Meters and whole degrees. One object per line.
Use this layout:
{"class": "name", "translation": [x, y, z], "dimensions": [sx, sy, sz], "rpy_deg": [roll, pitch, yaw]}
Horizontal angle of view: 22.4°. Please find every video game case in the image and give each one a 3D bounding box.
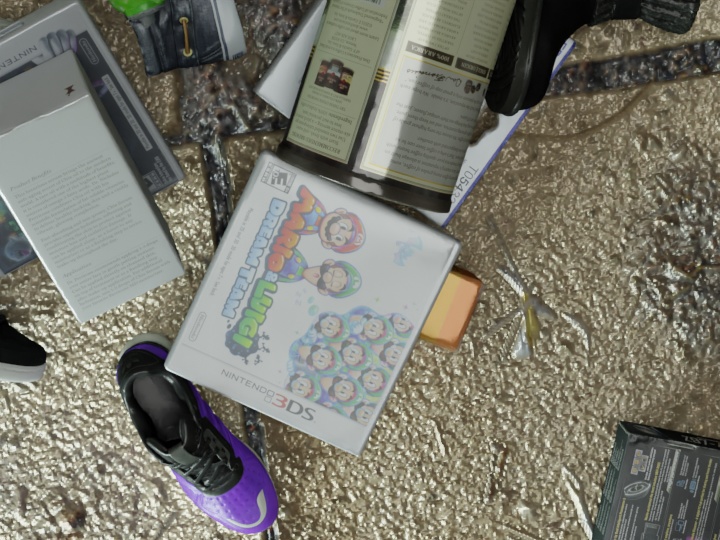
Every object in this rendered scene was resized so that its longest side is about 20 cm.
{"class": "video game case", "translation": [-0.039, 0.028, 1.491], "dimensions": [0.181, 0.024, 0.201], "rpy_deg": [25, 99, -7]}
{"class": "video game case", "translation": [-0.263, -0.105, 1.469], "dimensions": [0.181, 0.023, 0.201], "rpy_deg": [-28, 132, 1]}

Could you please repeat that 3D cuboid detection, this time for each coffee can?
{"class": "coffee can", "translation": [0.032, -0.162, 1.425], "dimensions": [0.145, 0.146, 0.201], "rpy_deg": [18, 97, -7]}

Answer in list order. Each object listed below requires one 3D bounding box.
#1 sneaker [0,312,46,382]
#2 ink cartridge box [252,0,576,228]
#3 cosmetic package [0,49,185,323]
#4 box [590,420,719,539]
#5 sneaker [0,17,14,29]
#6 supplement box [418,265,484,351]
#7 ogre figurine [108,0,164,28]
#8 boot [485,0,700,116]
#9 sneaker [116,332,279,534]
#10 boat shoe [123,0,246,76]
{"class": "sneaker", "translation": [-0.340, 0.010, 1.504], "dimensions": [0.199, 0.073, 0.113], "rpy_deg": [23, 101, -6]}
{"class": "ink cartridge box", "translation": [0.045, -0.171, 1.520], "dimensions": [0.199, 0.043, 0.197], "rpy_deg": [36, 94, -11]}
{"class": "cosmetic package", "translation": [-0.227, -0.064, 1.453], "dimensions": [0.101, 0.071, 0.201], "rpy_deg": [-25, 132, -2]}
{"class": "box", "translation": [0.285, 0.247, 1.603], "dimensions": [0.159, 0.044, 0.202], "rpy_deg": [10, 98, -5]}
{"class": "sneaker", "translation": [-0.300, -0.186, 1.476], "dimensions": [0.199, 0.100, 0.078], "rpy_deg": [1, 139, -25]}
{"class": "supplement box", "translation": [0.000, 0.000, 1.532], "dimensions": [0.199, 0.069, 0.067], "rpy_deg": [22, 97, -9]}
{"class": "ogre figurine", "translation": [-0.197, -0.272, 1.409], "dimensions": [0.199, 0.098, 0.120], "rpy_deg": [25, 99, -21]}
{"class": "boot", "translation": [0.194, -0.209, 1.475], "dimensions": [0.157, 0.079, 0.213], "rpy_deg": [17, 79, -14]}
{"class": "sneaker", "translation": [-0.143, 0.150, 1.528], "dimensions": [0.069, 0.100, 0.201], "rpy_deg": [-36, 99, 4]}
{"class": "boat shoe", "translation": [-0.160, -0.260, 1.474], "dimensions": [0.090, 0.071, 0.202], "rpy_deg": [-16, 102, -5]}
